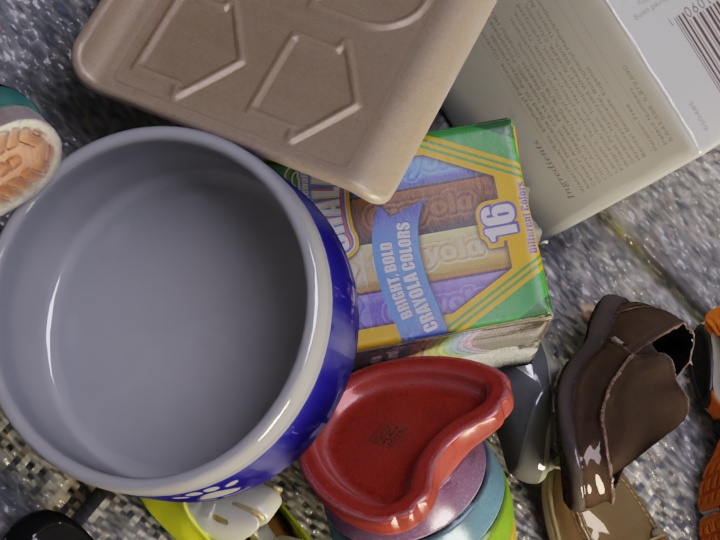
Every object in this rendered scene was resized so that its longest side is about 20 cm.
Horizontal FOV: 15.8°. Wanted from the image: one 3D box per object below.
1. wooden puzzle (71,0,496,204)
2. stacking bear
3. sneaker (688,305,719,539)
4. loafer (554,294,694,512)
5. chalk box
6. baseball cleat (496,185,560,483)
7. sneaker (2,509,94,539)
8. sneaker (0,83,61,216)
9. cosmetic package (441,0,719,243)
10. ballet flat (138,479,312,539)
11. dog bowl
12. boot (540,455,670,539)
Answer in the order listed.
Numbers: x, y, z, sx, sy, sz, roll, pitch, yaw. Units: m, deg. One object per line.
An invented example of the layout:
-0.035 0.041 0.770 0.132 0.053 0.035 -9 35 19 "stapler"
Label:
-0.041 -0.138 1.500 0.199 0.046 0.186 24 61 8 "wooden puzzle"
0.046 0.156 1.499 0.122 0.113 0.200 -48 134 -27 "stacking bear"
0.273 0.123 1.694 0.092 0.076 0.201 11 69 -31 "sneaker"
0.165 0.075 1.598 0.200 0.071 0.073 -64 151 -53 "loafer"
0.000 0.000 1.525 0.199 0.124 0.124 -9 76 -4 "chalk box"
0.068 0.036 1.617 0.106 0.070 0.201 -1 71 -14 "baseball cleat"
-0.128 0.218 1.416 0.076 0.087 0.201 -21 84 -33 "sneaker"
-0.265 -0.045 1.412 0.199 0.080 0.072 -25 130 -19 "sneaker"
0.166 -0.145 1.644 0.165 0.200 0.165 -34 92 -34 "cosmetic package"
-0.053 0.156 1.493 0.200 0.067 0.067 49 58 -6 "ballet flat"
-0.104 0.026 1.433 0.079 0.199 0.201 31 48 -69 "dog bowl"
0.201 0.186 1.577 0.073 0.155 0.201 -22 84 -33 "boot"
